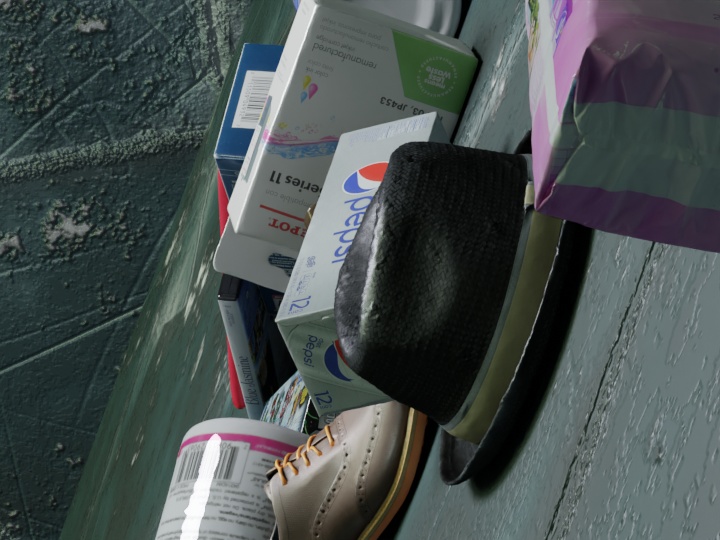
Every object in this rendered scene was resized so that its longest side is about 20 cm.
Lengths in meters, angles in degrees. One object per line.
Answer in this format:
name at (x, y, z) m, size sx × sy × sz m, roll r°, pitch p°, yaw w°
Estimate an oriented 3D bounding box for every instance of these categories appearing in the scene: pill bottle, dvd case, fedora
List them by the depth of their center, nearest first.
fedora at (0.040, 0.004, 1.380) m, size 0.201 × 0.092 × 0.201 m, roll -162°, pitch 90°, yaw -82°
pill bottle at (-0.076, 0.200, 1.654) m, size 0.113 × 0.113 × 0.200 m, roll 126°, pitch 161°, yaw -65°
pill bottle at (0.008, -0.201, 1.984) m, size 0.200 × 0.112 × 0.112 m, roll -110°, pitch 39°, yaw -77°
dvd case at (-0.070, 0.026, 2.054) m, size 0.200 × 0.018 × 0.143 m, roll 79°, pitch -162°, yaw -51°

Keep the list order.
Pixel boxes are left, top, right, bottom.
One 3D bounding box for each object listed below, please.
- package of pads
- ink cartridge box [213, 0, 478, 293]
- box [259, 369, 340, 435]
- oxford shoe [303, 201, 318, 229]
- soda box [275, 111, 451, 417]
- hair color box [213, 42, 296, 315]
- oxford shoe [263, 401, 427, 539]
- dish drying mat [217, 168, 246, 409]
package of pads at (0.120, -0.078, 0.940) m, size 0.200 × 0.120 × 0.076 m, roll -86°, pitch 11°, yaw -59°
ink cartridge box at (-0.013, -0.068, 1.805) m, size 0.067 × 0.117 × 0.200 m, roll -115°, pitch 44°, yaw -73°
box at (-0.045, 0.136, 1.850) m, size 0.200 × 0.040 × 0.137 m, roll 132°, pitch 154°, yaw -70°
oxford shoe at (0.000, 0.000, 1.699) m, size 0.200 × 0.084 × 0.073 m, roll -83°, pitch 16°, yaw -48°
soda box at (0.012, -0.006, 1.538) m, size 0.200 × 0.063 × 0.068 m, roll -72°, pitch -37°, yaw -56°
hair color box at (-0.046, -0.060, 1.947) m, size 0.200 × 0.060 × 0.100 m, roll 75°, pitch -156°, yaw -56°
oxford shoe at (-0.013, 0.116, 1.560) m, size 0.071 × 0.073 × 0.200 m, roll -103°, pitch 32°, yaw -75°
dish drying mat at (-0.087, -0.002, 2.047) m, size 0.077 × 0.018 × 0.200 m, roll -66°, pitch -22°, yaw -61°
